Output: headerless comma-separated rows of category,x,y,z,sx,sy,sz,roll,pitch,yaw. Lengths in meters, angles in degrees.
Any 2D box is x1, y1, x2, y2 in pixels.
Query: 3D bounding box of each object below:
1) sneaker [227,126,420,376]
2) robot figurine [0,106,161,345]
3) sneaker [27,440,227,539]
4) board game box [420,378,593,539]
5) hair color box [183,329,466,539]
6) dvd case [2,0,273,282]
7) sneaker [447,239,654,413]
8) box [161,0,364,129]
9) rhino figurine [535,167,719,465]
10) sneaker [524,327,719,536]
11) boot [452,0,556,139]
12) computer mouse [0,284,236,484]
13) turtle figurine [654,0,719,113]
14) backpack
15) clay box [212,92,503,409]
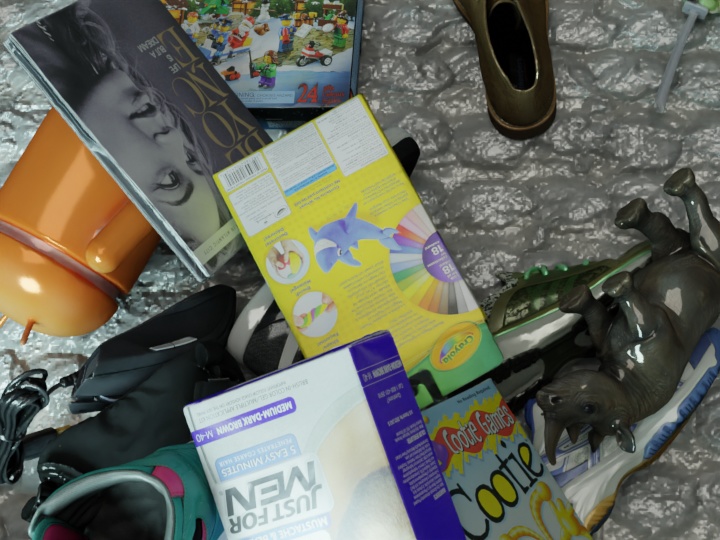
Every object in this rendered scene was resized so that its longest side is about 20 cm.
sneaker,0.008,0.007,0.887,0.112,0.073,0.200,34,85,15
robot figurine,-0.198,-0.039,0.903,0.143,0.117,0.201,25,79,18
sneaker,-0.144,0.178,0.691,0.083,0.121,0.201,35,94,19
board game box,0.072,0.184,0.751,0.103,0.105,0.201,-44,73,40
hair color box,-0.006,0.146,0.680,0.109,0.065,0.201,-22,87,24
dvd case,-0.133,-0.104,0.878,0.016,0.149,0.200,-34,98,36
sneaker,0.128,0.018,0.864,0.199,0.077,0.089,-29,52,-8
box,-0.099,-0.178,0.984,0.199,0.038,0.137,1,70,9
rhino figurine,0.168,0.038,0.774,0.087,0.060,0.200,45,66,-19
sneaker,0.152,0.098,0.823,0.088,0.075,0.200,41,79,20
boot,0.106,-0.203,0.944,0.073,0.076,0.201,-14,67,5
computer mouse,-0.165,0.087,0.865,0.200,0.141,0.046,-26,73,-43
turtle figurine,0.278,-0.248,0.899,0.199,0.144,0.195,-17,64,-2
backpack,-0.095,0.168,0.807,0.167,0.127,0.200,-36,69,7
clay box,0.000,0.000,0.827,0.115,0.048,0.201,-28,77,2
